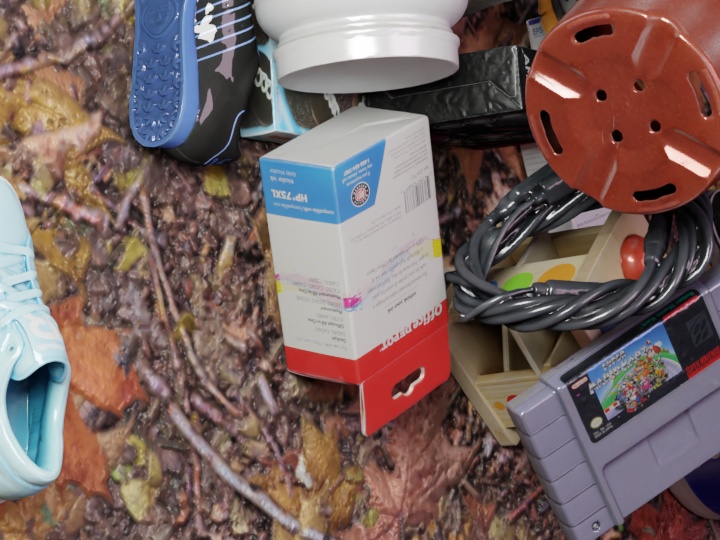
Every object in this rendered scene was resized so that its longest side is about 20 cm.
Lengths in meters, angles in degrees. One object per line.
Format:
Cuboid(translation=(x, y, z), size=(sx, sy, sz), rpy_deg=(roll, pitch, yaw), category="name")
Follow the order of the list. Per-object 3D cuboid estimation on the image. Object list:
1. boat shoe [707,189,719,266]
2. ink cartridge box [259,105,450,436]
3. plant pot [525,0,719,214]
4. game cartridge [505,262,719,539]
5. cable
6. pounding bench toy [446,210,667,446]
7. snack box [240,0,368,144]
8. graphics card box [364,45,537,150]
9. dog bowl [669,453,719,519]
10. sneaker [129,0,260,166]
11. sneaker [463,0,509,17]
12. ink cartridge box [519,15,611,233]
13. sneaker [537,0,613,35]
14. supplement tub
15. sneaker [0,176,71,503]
Cuboid(translation=(0.365, 0.007, 2.078), size=(0.200, 0.064, 0.071), rpy_deg=(51, 48, -31), category="boat shoe")
Cuboid(translation=(0.000, 0.000, 1.626), size=(0.116, 0.067, 0.201), rpy_deg=(-32, 123, -47), category="ink cartridge box")
Cuboid(translation=(0.219, -0.142, 1.624), size=(0.195, 0.200, 0.201), rpy_deg=(-41, 114, -50), category="plant pot")
Cuboid(translation=(0.210, 0.094, 1.686), size=(0.200, 0.038, 0.130), rpy_deg=(-33, 120, -14), category="game cartridge")
Cuboid(translation=(0.154, -0.009, 1.664), size=(0.200, 0.163, 0.051), rpy_deg=(-35, 136, -25), category="cable")
Cuboid(translation=(0.180, 0.067, 1.777), size=(0.200, 0.156, 0.124), rpy_deg=(56, 46, -27), category="pounding bench toy")
Cuboid(translation=(-0.039, -0.188, 1.660), size=(0.116, 0.037, 0.201), rpy_deg=(5, 79, -50), category="snack box")
Cuboid(translation=(0.102, -0.124, 1.717), size=(0.200, 0.125, 0.051), rpy_deg=(5, 80, -63), category="graphics card box")
Cuboid(translation=(0.327, 0.111, 2.002), size=(0.200, 0.079, 0.201), rpy_deg=(12, 75, -48), category="dog bowl")
Cuboid(translation=(-0.104, -0.167, 1.562), size=(0.078, 0.070, 0.201), rpy_deg=(20, 75, -50), category="sneaker")
Cuboid(translation=(0.083, -0.248, 1.664), size=(0.074, 0.200, 0.119), rpy_deg=(-5, 84, -49), category="sneaker")
Cuboid(translation=(0.169, -0.109, 1.890), size=(0.099, 0.039, 0.201), rpy_deg=(-20, 99, -49), category="ink cartridge box")
Cuboid(translation=(0.177, -0.257, 1.865), size=(0.078, 0.077, 0.200), rpy_deg=(13, 49, -36), category="sneaker")
Cuboid(translation=(-0.003, -0.228, 1.569), size=(0.145, 0.145, 0.201), rpy_deg=(2, 81, -49), category="supplement tub")
Cuboid(translation=(-0.202, 0.037, 1.391), size=(0.074, 0.082, 0.201), rpy_deg=(-1, 84, -50), category="sneaker")
